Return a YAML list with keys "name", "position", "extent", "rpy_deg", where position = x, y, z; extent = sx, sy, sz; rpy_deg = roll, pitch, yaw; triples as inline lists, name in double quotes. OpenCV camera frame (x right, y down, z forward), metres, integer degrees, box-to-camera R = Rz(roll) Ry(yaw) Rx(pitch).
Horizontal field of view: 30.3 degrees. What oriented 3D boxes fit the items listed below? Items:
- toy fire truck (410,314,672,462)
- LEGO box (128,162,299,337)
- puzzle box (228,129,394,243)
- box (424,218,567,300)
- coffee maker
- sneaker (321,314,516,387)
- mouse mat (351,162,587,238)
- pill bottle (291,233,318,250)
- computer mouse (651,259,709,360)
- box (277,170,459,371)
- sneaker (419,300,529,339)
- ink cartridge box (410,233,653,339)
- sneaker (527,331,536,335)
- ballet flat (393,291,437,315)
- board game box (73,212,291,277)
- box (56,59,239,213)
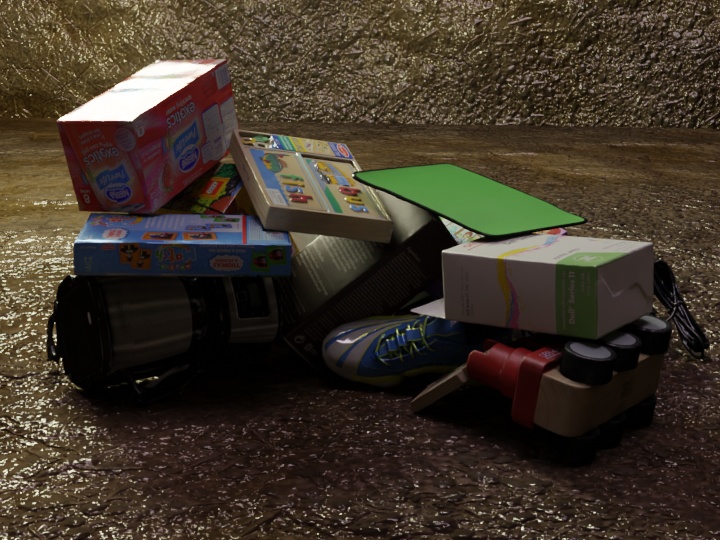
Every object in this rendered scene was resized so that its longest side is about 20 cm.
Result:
- name: "toy fire truck"
  position: [0.158, 0.093, 1.223]
  extent: [0.199, 0.130, 0.175]
  rpy_deg: [21, 23, 33]
- name: "LEGO box"
  position: [-0.154, -0.025, 1.497]
  extent: [0.148, 0.201, 0.077]
  rpy_deg: [8, 50, 33]
- name: "puzzle box"
  position: [-0.053, -0.089, 1.368]
  extent: [0.132, 0.026, 0.200]
  rpy_deg: [6, 26, -21]
- name: "box"
  position: [0.113, -0.030, 1.439]
  extent: [0.136, 0.039, 0.200]
  rpy_deg: [-33, 37, -18]
- name: "coffee maker"
  position: [-0.202, 0.043, 1.363]
  extent: [0.199, 0.136, 0.192]
  rpy_deg: [-8, 14, -30]
- name: "sneaker"
  position: [0.061, 0.062, 1.312]
  extent: [0.198, 0.076, 0.105]
  rpy_deg: [0, -31, -1]
- name: "mouse mat"
  position: [0.108, -0.072, 1.329]
  extent: [0.160, 0.008, 0.199]
  rpy_deg: [-10, 28, -43]
- name: "pill bottle"
  position: [-0.130, -0.034, 1.733]
  extent: [0.111, 0.113, 0.200]
  rpy_deg: [-5, 14, -19]
- name: "computer mouse"
  position: [0.276, 0.027, 1.401]
  extent: [0.198, 0.046, 0.141]
  rpy_deg: [2, 49, -29]
- name: "box"
  position: [0.000, 0.000, 1.390]
  extent: [0.200, 0.075, 0.100]
  rpy_deg: [-39, 40, 8]
- name: "sneaker"
  position: [0.106, 0.045, 1.437]
  extent: [0.199, 0.091, 0.066]
  rpy_deg: [-8, 14, -30]
- name: "ink cartridge box"
  position: [0.153, 0.008, 1.215]
  extent: [0.199, 0.068, 0.117]
  rpy_deg: [6, 15, 37]
- name: "sneaker"
  position: [0.235, 0.037, 1.451]
  extent: [0.073, 0.080, 0.200]
  rpy_deg: [35, 23, 7]
- name: "ballet flat"
  position: [0.022, 0.045, 1.472]
  extent: [0.199, 0.068, 0.068]
  rpy_deg: [-24, -29, -4]
- name: "board game box"
  position: [-0.169, -0.026, 1.288]
  extent: [0.198, 0.037, 0.151]
  rpy_deg: [2, 13, -6]
- name: "box"
  position: [-0.216, -0.144, 1.398]
  extent: [0.094, 0.103, 0.200]
  rpy_deg: [2, 27, 24]
